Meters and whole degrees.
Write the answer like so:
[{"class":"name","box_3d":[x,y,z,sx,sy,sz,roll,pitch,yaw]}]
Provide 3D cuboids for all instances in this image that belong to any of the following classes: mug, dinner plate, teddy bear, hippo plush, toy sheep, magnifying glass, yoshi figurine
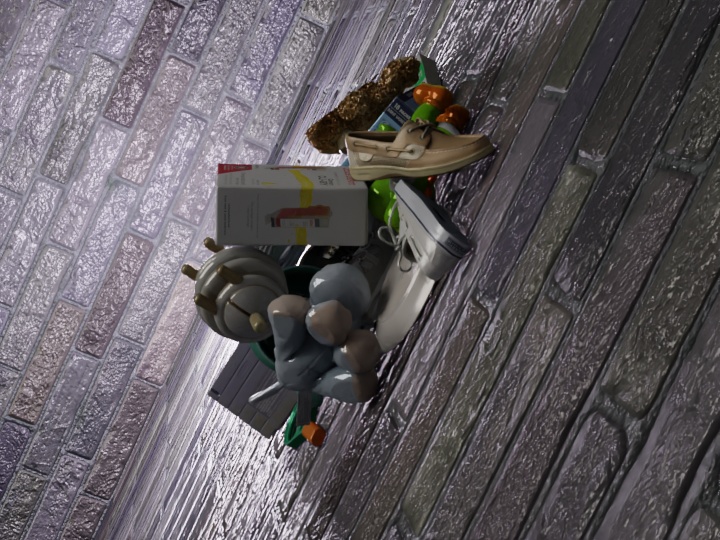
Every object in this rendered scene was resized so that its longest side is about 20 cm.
[{"class":"mug","box_3d":[-0.095,0.090,1.759,0.185,0.152,0.114,-65,7,-12]},{"class":"dinner plate","box_3d":[0.060,0.009,1.567,0.200,0.024,0.200,-59,15,26]},{"class":"teddy bear","box_3d":[0.014,-0.235,1.786,0.200,0.067,0.145,-40,0,-18]},{"class":"hippo plush","box_3d":[-0.028,0.085,1.571,0.161,0.159,0.200,-52,-19,-49]},{"class":"toy sheep","box_3d":[-0.159,0.031,1.621,0.138,0.138,0.200,-61,27,20]},{"class":"magnifying glass","box_3d":[-0.078,0.222,1.749,0.080,0.022,0.200,-67,13,-4]},{"class":"yoshi figurine","box_3d":[0.064,-0.141,1.629,0.112,0.112,0.200,109,-177,-72]}]

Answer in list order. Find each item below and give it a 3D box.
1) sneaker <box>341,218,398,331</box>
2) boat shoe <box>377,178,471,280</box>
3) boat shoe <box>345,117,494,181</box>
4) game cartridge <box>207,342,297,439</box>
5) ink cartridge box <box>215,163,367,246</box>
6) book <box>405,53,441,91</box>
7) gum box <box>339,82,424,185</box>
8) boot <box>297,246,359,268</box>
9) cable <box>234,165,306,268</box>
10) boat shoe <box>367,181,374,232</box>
[{"class":"sneaker","box_3d":[0.000,0.000,1.693,0.075,0.082,0.200,-41,28,63]},{"class":"boat shoe","box_3d":[0.067,-0.039,1.475,0.086,0.075,0.202,-52,28,11]},{"class":"boat shoe","box_3d":[0.067,-0.152,1.513,0.200,0.065,0.071,-4,18,31]},{"class":"game cartridge","box_3d":[-0.145,0.164,1.890,0.200,0.130,0.038,-55,2,40]},{"class":"ink cartridge box","box_3d":[-0.094,-0.090,1.654,0.145,0.200,0.084,-108,20,-73]},{"class":"book","box_3d":[0.065,-0.231,1.960,0.200,0.048,0.134,-58,18,26]},{"class":"gum box","box_3d":[0.028,-0.179,1.807,0.200,0.045,0.170,-50,-3,22]},{"class":"boot","box_3d":[-0.026,-0.034,1.874,0.200,0.077,0.138,-66,16,-19]},{"class":"cable","box_3d":[-0.123,-0.057,1.826,0.200,0.069,0.200,-59,-8,-8]},{"class":"boat shoe","box_3d":[0.045,-0.121,1.759,0.200,0.072,0.068,-55,17,30]}]
